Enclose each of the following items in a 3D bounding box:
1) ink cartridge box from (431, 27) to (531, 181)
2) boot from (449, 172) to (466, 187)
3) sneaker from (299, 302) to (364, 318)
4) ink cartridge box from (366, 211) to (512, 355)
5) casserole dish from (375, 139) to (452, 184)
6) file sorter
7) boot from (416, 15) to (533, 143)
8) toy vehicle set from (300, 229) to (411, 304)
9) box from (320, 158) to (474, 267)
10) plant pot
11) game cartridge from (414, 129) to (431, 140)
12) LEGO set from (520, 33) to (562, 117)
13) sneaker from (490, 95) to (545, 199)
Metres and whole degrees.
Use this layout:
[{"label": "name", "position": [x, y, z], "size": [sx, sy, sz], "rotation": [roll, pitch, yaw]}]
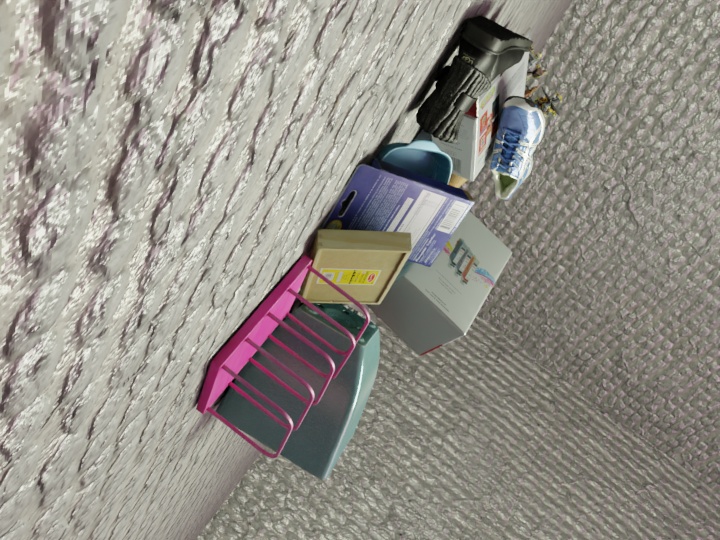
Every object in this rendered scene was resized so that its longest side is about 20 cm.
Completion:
[{"label": "ink cartridge box", "position": [0.197, -0.283, 1.264], "size": [0.201, 0.083, 0.177], "rotation": [-52, 154, -32]}, {"label": "boot", "position": [0.098, -0.119, 1.354], "size": [0.143, 0.071, 0.201], "rotation": [-36, -178, -22]}, {"label": "sneaker", "position": [-0.051, 0.088, 1.349], "size": [0.068, 0.107, 0.202], "rotation": [-52, 175, -14]}, {"label": "ink cartridge box", "position": [0.135, 0.012, 1.329], "size": [0.201, 0.144, 0.145], "rotation": [-52, -172, -33]}, {"label": "casserole dish", "position": [0.052, -0.097, 1.079], "size": [0.039, 0.119, 0.202], "rotation": [57, -44, 48]}, {"label": "file sorter", "position": [-0.093, 0.114, 0.992], "size": [0.201, 0.125, 0.140], "rotation": [-51, 174, -37]}, {"label": "boot", "position": [0.158, -0.269, 1.092], "size": [0.210, 0.079, 0.159], "rotation": [-27, 147, -58]}, {"label": "toy vehicle set", "position": [-0.012, -0.001, 1.070], "size": [0.200, 0.122, 0.027], "rotation": [117, -27, -65]}, {"label": "box", "position": [0.046, -0.077, 1.039], "size": [0.198, 0.033, 0.122], "rotation": [13, 123, -35]}, {"label": "plant pot", "position": [-0.072, 0.154, 1.196], "size": [0.202, 0.194, 0.196], "rotation": [-63, 173, 15]}, {"label": "game cartridge", "position": [0.098, -0.189, 1.375], "size": [0.134, 0.041, 0.200], "rotation": [-50, 175, -11]}, {"label": "LEGO set", "position": [0.332, -0.376, 1.502], "size": [0.115, 0.202, 0.153], "rotation": [-35, 174, 39]}, {"label": "sneaker", "position": [0.254, -0.197, 1.264], "size": [0.078, 0.075, 0.201], "rotation": [-59, 156, -29]}]
